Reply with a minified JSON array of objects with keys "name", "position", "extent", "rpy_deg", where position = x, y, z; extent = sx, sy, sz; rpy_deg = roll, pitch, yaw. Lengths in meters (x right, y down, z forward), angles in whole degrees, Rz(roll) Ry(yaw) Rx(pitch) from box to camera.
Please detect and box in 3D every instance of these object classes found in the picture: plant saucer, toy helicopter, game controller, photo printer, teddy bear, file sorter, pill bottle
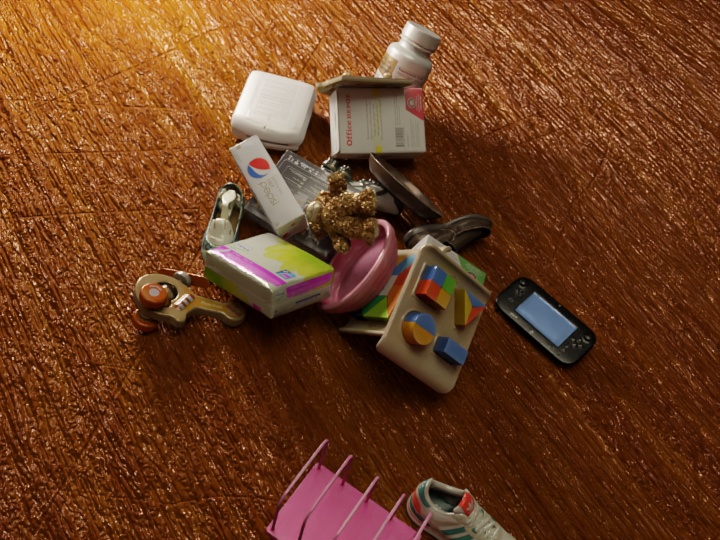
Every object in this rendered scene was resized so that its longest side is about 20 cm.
[{"name":"plant saucer","position":[0.000,0.000,1.416],"extent":[0.051,0.200,0.201],"rpy_deg":[38,44,-23]},{"name":"toy helicopter","position":[-0.302,0.053,1.372],"extent":[0.199,0.079,0.133],"rpy_deg":[15,39,-15]},{"name":"game controller","position":[0.359,0.099,1.504],"extent":[0.104,0.042,0.200],"rpy_deg":[-32,64,-34]},{"name":"plant saucer","position":[0.088,-0.170,1.603],"extent":[0.200,0.032,0.200],"rpy_deg":[39,13,-10]},{"name":"photo printer","position":[-0.195,-0.351,1.723],"extent":[0.166,0.070,0.201],"rpy_deg":[13,49,-3]},{"name":"teddy bear","position":[-0.037,-0.102,1.405],"extent":[0.067,0.146,0.200],"rpy_deg":[-17,33,-37]},{"name":"file sorter","position":[-0.014,0.367,1.130],"extent":[0.200,0.126,0.139],"rpy_deg":[32,51,13]},{"name":"pill bottle","position":[0.102,-0.468,1.793],"extent":[0.114,0.201,0.114],"rpy_deg":[24,24,-11]}]

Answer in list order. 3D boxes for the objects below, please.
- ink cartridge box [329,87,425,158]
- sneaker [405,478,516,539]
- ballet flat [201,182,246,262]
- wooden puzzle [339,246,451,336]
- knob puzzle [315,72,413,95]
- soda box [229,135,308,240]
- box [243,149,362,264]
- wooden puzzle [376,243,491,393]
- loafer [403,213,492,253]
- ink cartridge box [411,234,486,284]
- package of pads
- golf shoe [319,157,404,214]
[{"name":"ink cartridge box","position":[0.035,-0.325,1.709],"extent":[0.199,0.083,0.146],"rpy_deg":[-2,89,-16]},{"name":"sneaker","position":[0.166,0.388,1.179],"extent":[0.199,0.094,0.070],"rpy_deg":[30,50,12]},{"name":"ballet flat","position":[-0.266,-0.093,1.490],"extent":[0.074,0.074,0.201],"rpy_deg":[8,49,-7]},{"name":"wooden puzzle","position":[0.055,0.032,1.369],"extent":[0.037,0.185,0.200],"rpy_deg":[43,69,-22]},{"name":"knob puzzle","position":[-0.008,-0.413,1.699],"extent":[0.219,0.220,0.031],"rpy_deg":[-4,94,-17]},{"name":"soda box","position":[-0.177,-0.159,1.488],"extent":[0.063,0.068,0.200],"rpy_deg":[-30,71,-7]},{"name":"box","position":[-0.106,-0.127,1.537],"extent":[0.199,0.048,0.159],"rpy_deg":[30,73,12]},{"name":"wooden puzzle","position":[0.135,0.084,1.288],"extent":[0.185,0.046,0.201],"rpy_deg":[37,72,-33]},{"name":"loafer","position":[0.186,-0.060,1.584],"extent":[0.199,0.073,0.071],"rpy_deg":[-14,66,-18]},{"name":"ink cartridge box","position":[0.138,0.057,1.430],"extent":[0.145,0.084,0.200],"rpy_deg":[33,48,-12]},{"name":"package of pads","position":[-0.162,0.003,1.383],"extent":[0.200,0.069,0.154],"rpy_deg":[28,33,37]},{"name":"golf shoe","position":[-0.009,-0.150,1.613],"extent":[0.199,0.078,0.095],"rpy_deg":[26,72,5]}]
